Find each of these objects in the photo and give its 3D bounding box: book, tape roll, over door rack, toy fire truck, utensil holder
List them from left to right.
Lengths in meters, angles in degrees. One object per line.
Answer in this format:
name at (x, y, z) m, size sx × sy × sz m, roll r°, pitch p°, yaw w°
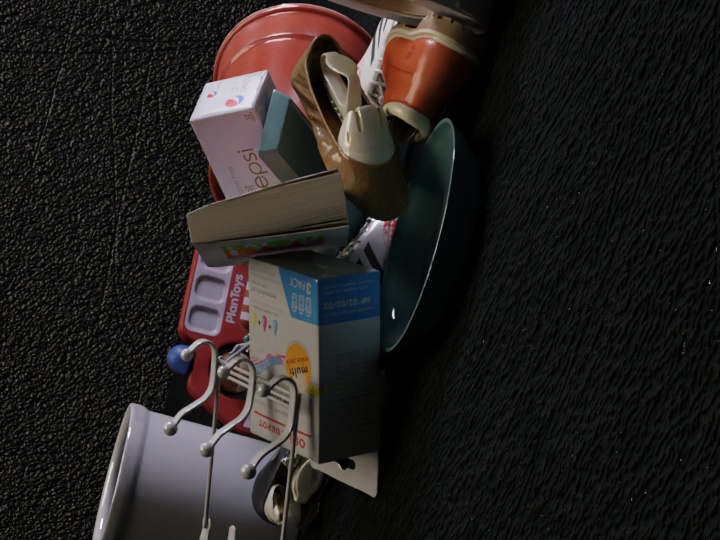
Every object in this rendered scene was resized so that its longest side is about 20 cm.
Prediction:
utensil holder at (-0.170, 0.248, 1.981) m, size 0.170 × 0.198 × 0.172 m, roll -165°, pitch 90°, yaw -81°
over door rack at (-0.108, 0.174, 1.615) m, size 0.147 × 0.066 × 0.202 m, roll 20°, pitch 118°, yaw 54°
toy fire truck at (-0.125, 0.079, 2.068) m, size 0.112 × 0.166 × 0.202 m, roll 134°, pitch 150°, yaw -70°
book at (-0.078, -0.038, 1.609) m, size 0.200 × 0.132 × 0.049 m, roll 92°, pitch 167°, yaw -85°
tape roll at (0.027, -0.269, 1.639) m, size 0.202 × 0.200 × 0.072 m, roll -167°, pitch 93°, yaw -80°

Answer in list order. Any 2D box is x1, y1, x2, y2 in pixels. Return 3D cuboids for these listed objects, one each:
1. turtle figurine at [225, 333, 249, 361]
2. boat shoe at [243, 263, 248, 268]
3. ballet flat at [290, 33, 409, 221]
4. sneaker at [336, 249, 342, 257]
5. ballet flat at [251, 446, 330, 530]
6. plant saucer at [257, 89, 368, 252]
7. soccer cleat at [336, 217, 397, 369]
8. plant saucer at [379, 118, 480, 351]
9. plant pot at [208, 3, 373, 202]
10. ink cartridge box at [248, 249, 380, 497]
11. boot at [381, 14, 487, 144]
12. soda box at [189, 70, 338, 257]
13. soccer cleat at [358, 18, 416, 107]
turtle figurine at (-0.064, 0.068, 1.950) m, size 0.149 × 0.100 × 0.201 m, roll -26°, pitch 33°, yaw 58°
boat shoe at (-0.061, -0.082, 1.835) m, size 0.201 × 0.072 × 0.068 m, roll -54°, pitch 50°, yaw 17°
ballet flat at (-0.008, -0.135, 1.644) m, size 0.073 × 0.067 × 0.201 m, roll 105°, pitch 150°, yaw -46°
sneaker at (-0.019, 0.019, 1.841) m, size 0.109 × 0.070 × 0.202 m, roll 134°, pitch 156°, yaw -61°
ballet flat at (-0.063, 0.208, 1.829) m, size 0.074 × 0.072 × 0.201 m, roll -85°, pitch 16°, yaw -45°
plant saucer at (-0.037, -0.085, 1.725) m, size 0.200 × 0.019 × 0.071 m, roll 50°, pitch -135°, yaw -52°
soccer cleat at (0.000, 0.000, 1.723) m, size 0.069 × 0.084 × 0.202 m, roll 124°, pitch 158°, yaw -62°
plant saucer at (0.061, -0.026, 1.565) m, size 0.200 × 0.036 × 0.202 m, roll -165°, pitch 90°, yaw -81°
plant pot at (-0.073, -0.144, 1.960) m, size 0.196 × 0.199 × 0.202 m, roll -80°, pitch 10°, yaw -54°
ink cartridge box at (-0.040, 0.092, 1.612) m, size 0.115 × 0.067 × 0.202 m, roll 16°, pitch 110°, yaw 54°
boot at (0.045, -0.164, 1.683) m, size 0.108 × 0.075 × 0.200 m, roll -62°, pitch 8°, yaw -4°
soda box at (-0.085, -0.082, 1.731) m, size 0.064 × 0.067 × 0.201 m, roll -73°, pitch -33°, yaw -50°
soccer cleat at (0.038, -0.209, 1.836) m, size 0.085 × 0.068 × 0.202 m, roll -101°, pitch 32°, yaw -77°
